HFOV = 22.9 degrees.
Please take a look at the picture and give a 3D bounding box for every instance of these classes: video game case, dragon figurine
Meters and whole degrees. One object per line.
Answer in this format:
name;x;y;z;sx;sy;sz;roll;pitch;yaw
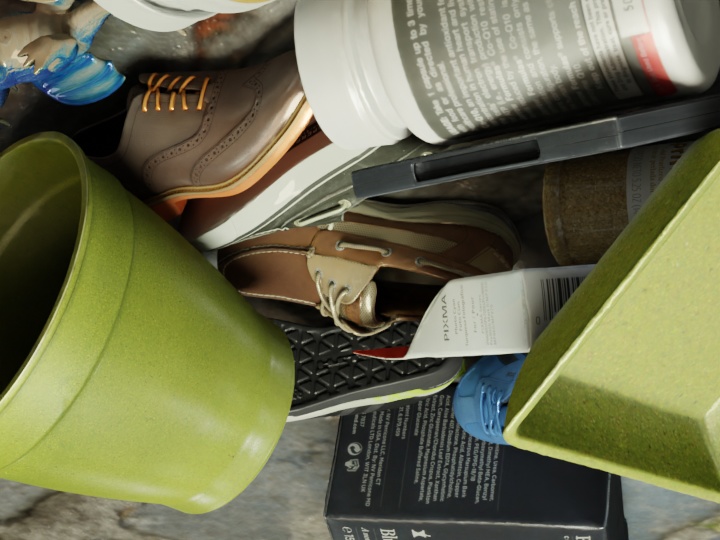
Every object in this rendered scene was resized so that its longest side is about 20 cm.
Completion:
video game case;0.110;-0.068;0.926;0.142;0.019;0.199;-14;-177;-38
dragon figurine;-0.170;-0.127;0.994;0.198;0.059;0.099;-14;171;23

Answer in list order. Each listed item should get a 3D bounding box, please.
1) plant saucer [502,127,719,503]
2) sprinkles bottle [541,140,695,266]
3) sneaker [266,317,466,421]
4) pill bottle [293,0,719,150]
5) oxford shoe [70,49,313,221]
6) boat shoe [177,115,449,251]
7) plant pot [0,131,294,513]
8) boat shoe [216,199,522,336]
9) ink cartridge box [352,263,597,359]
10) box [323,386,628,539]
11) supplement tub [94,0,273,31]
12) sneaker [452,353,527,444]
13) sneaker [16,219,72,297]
plant saucer;0.184;0.019;0.916;0.199;0.048;0.200;19;116;-40
sprinkles bottle;0.206;-0.042;1.012;0.198;0.069;0.068;-5;139;20
sneaker;-0.024;0.077;1.197;0.198;0.072;0.083;-3;155;-6
pill bottle;0.073;-0.128;0.902;0.198;0.115;0.114;-10;138;25
oxford shoe;-0.097;-0.085;1.035;0.199;0.072;0.073;-26;125;39
boat shoe;-0.028;-0.053;1.056;0.199;0.071;0.064;-27;128;36
plant pot;-0.148;0.053;1.053;0.192;0.202;0.200;31;139;-34
boat shoe;0.000;0.000;1.114;0.198;0.072;0.076;-3;140;18
ink cartridge box;0.107;0.022;1.035;0.159;0.048;0.199;-4;180;-29
box;0.091;0.186;1.291;0.198;0.118;0.198;0;141;13
supplement tub;-0.044;-0.206;0.806;0.199;0.146;0.144;-25;130;37
sneaker;0.105;0.083;1.134;0.078;0.067;0.199;-16;-177;-32
sneaker;-0.153;0.008;1.177;0.090;0.077;0.200;-20;140;20
